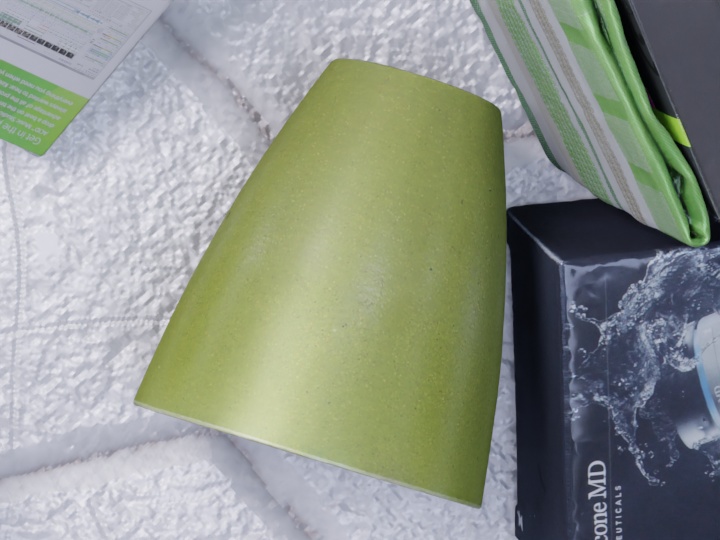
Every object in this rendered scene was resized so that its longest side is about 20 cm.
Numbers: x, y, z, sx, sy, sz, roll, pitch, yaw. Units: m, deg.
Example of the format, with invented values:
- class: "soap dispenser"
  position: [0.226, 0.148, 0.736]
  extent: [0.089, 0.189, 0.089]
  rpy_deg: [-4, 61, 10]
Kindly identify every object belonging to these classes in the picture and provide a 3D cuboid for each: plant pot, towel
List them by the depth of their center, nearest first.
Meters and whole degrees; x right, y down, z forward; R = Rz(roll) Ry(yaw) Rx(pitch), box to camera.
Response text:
- class: "towel"
  position: [0.113, -0.096, 1.377]
  extent: [0.031, 0.200, 0.150]
  rpy_deg: [-31, 110, -7]
- class: "plant pot"
  position: [0.000, 0.000, 1.405]
  extent: [0.187, 0.187, 0.201]
  rpy_deg: [18, 86, -17]

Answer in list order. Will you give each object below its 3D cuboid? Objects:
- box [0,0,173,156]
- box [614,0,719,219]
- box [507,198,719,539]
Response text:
- class: "box"
  position: [-0.157, -0.156, 1.329]
  extent: [0.144, 0.036, 0.200]
  rpy_deg: [24, 118, -39]
- class: "box"
  position: [0.174, -0.136, 1.380]
  extent: [0.124, 0.200, 0.149]
  rpy_deg: [-27, 109, -5]
- class: "box"
  position: [0.189, 0.063, 1.485]
  extent: [0.199, 0.117, 0.197]
  rpy_deg: [-6, 107, -10]
